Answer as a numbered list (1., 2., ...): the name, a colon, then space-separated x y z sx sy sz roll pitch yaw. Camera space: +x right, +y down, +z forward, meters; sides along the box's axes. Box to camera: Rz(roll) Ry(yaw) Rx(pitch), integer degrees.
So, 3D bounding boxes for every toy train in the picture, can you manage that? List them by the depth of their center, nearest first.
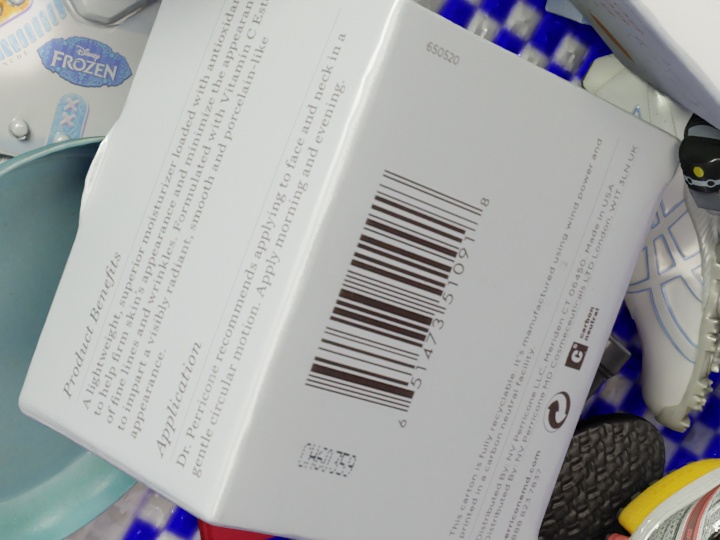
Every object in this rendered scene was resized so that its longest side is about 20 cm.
1. toy train: 0.186 -0.111 0.789 0.201 0.034 0.046 -57 136 -25

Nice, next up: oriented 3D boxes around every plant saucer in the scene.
1. plant saucer: -0.135 0.032 0.759 0.199 0.027 0.202 -30 138 -31

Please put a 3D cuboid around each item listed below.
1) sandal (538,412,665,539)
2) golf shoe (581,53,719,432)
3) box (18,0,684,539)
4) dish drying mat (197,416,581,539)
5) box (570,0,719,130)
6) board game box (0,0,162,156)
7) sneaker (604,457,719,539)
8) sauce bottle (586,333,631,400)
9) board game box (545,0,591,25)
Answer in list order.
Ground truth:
1. sandal: 0.074 0.145 0.918 0.075 0.045 0.201 30 104 -24
2. golf shoe: 0.140 -0.018 0.883 0.096 0.078 0.202 10 120 13
3. box: 0.000 0.000 0.741 0.199 0.130 0.201 18 94 -47
4. dish drying mat: 0.013 0.074 0.878 0.198 0.018 0.078 -16 114 -17
5. box: 0.117 -0.149 0.701 0.106 0.200 0.152 -44 108 7
6. board game box: -0.098 -0.137 0.756 0.198 0.026 0.202 12 103 -25
7. sneaker: 0.215 0.108 0.881 0.199 0.082 0.078 -38 113 -9
8. sauce bottle: 0.045 0.100 0.853 0.066 0.066 0.200 38 98 -28
9. board game box: 0.201 -0.197 0.848 0.198 0.043 0.201 7 105 -24
